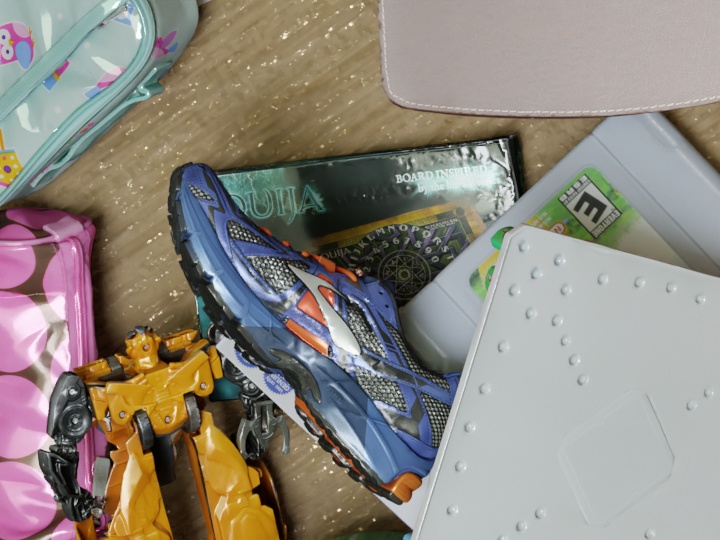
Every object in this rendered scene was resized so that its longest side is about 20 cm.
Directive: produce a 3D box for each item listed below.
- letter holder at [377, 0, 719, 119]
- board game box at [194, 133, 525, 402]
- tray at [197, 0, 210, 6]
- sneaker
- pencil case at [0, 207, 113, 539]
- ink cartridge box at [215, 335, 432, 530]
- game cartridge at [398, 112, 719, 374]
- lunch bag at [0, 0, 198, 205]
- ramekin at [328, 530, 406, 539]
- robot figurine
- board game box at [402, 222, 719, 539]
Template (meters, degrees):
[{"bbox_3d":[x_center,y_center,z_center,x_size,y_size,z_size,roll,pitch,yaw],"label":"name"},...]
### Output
[{"bbox_3d":[0.115,-0.154,0.969,0.198,0.101,0.143,-1,99,16],"label":"letter holder"},{"bbox_3d":[0.000,0.000,1.055,0.198,0.028,0.136,-5,97,16],"label":"board game box"},{"bbox_3d":[-0.135,-0.246,1.068,0.107,0.022,0.201,-21,91,18],"label":"tray"},{"bbox_3d":[-0.023,0.022,0.926,0.078,0.075,0.200,-42,94,-13],"label":"sneaker"},{"bbox_3d":[-0.187,0.063,1.088,0.093,0.090,0.202,4,102,51],"label":"pencil case"},{"bbox_3d":[0.020,0.084,0.999,0.200,0.094,0.044,42,109,4],"label":"ink cartridge box"},{"bbox_3d":[0.123,0.016,0.979,0.200,0.040,0.133,-43,88,-9],"label":"game cartridge"},{"bbox_3d":[-0.196,-0.136,1.057,0.200,0.077,0.161,-40,83,28],"label":"lunch bag"},{"bbox_3d":[0.009,0.241,1.006,0.198,0.098,0.202,2,100,10],"label":"ramekin"},{"bbox_3d":[-0.107,0.124,1.048,0.144,0.058,0.202,-18,107,-22],"label":"robot figurine"},{"bbox_3d":[0.123,0.091,0.930,0.199,0.026,0.201,14,97,-27],"label":"board game box"}]
